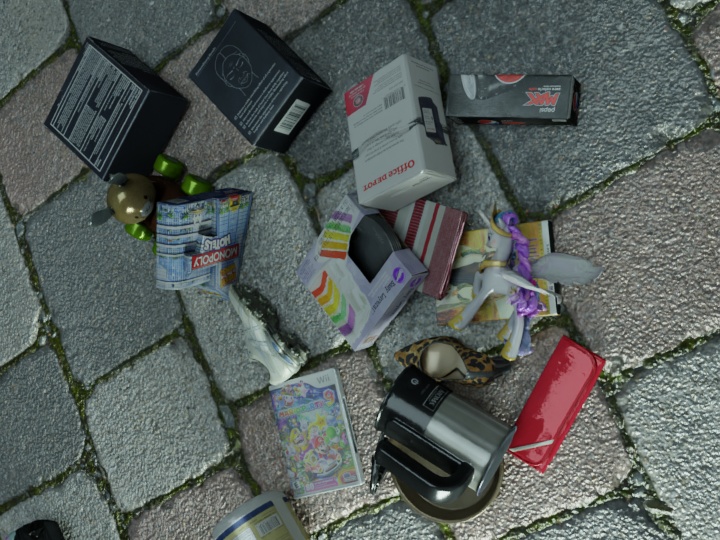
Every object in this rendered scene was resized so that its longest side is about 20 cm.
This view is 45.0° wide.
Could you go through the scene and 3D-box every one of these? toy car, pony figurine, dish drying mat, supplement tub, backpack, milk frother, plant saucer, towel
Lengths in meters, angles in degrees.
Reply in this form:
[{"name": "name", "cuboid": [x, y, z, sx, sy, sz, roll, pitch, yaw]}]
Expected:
[{"name": "toy car", "cuboid": [-0.398, -0.121, 1.584, 0.157, 0.199, 0.165, 34, 103, 24]}, {"name": "pony figurine", "cuboid": [0.229, 0.022, 1.265, 0.192, 0.166, 0.202, 29, 118, 33]}, {"name": "dish drying mat", "cuboid": [0.293, 0.205, 1.321, 0.076, 0.018, 0.202, 31, 102, 25]}, {"name": "supplement tub", "cuboid": [-0.146, 0.491, 1.467, 0.144, 0.144, 0.201, -40, 71, 20]}, {"name": "backpack", "cuboid": [-0.643, 0.601, 1.716, 0.126, 0.166, 0.202, -35, 68, 27]}, {"name": "milk frother", "cuboid": [0.111, 0.282, 1.331, 0.187, 0.201, 0.181, 30, 62, 20]}, {"name": "plant saucer", "cuboid": [0.138, 0.301, 1.392, 0.198, 0.029, 0.203, -1, 88, 26]}, {"name": "towel", "cuboid": [0.078, -0.050, 1.417, 0.199, 0.023, 0.146, 23, 100, 41]}]

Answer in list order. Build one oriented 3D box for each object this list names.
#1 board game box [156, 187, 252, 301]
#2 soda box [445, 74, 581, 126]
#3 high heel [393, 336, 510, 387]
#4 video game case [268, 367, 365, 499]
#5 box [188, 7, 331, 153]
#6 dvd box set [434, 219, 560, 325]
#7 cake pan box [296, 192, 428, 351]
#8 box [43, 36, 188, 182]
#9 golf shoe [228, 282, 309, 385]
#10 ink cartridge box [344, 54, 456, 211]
[{"name": "board game box", "cuboid": [-0.275, -0.033, 1.546, 0.061, 0.199, 0.202, 11, 108, 27]}, {"name": "soda box", "cuboid": [0.234, -0.263, 1.342, 0.198, 0.063, 0.072, 6, 91, 27]}, {"name": "high heel", "cuboid": [0.121, 0.141, 1.342, 0.198, 0.142, 0.072, 4, 90, 27]}, {"name": "video game case", "cuboid": [-0.078, 0.283, 1.509, 0.142, 0.018, 0.202, -18, 80, 26]}, {"name": "box", "cuboid": [-0.178, -0.331, 1.530, 0.200, 0.107, 0.149, 47, 109, 19]}, {"name": "dvd box set", "cuboid": [0.209, 0.006, 1.364, 0.198, 0.029, 0.148, -6, 85, 27]}, {"name": "cake pan box", "cuboid": [0.000, 0.000, 1.428, 0.185, 0.052, 0.201, 51, 127, 19]}, {"name": "box", "cuboid": [-0.469, -0.301, 1.669, 0.198, 0.123, 0.201, 41, 108, 23]}, {"name": "golf shoe", "cuboid": [-0.185, 0.114, 1.539, 0.097, 0.078, 0.200, -48, 68, 22]}, {"name": "ink cartridge box", "cuboid": [0.060, -0.214, 1.381, 0.144, 0.084, 0.202, -24, 67, 42]}]
